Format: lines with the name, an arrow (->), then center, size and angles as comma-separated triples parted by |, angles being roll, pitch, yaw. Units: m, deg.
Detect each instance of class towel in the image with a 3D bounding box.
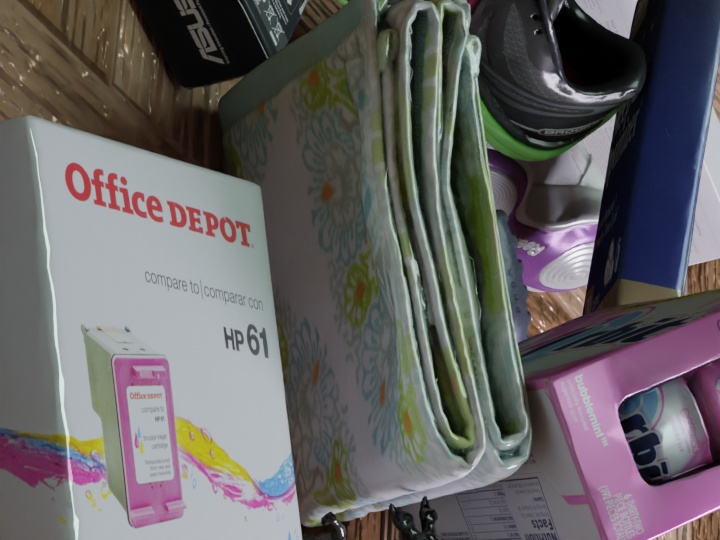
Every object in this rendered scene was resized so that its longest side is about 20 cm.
towel -> 0.000, 0.000, 1.060 | 0.048, 0.200, 0.172 | -4, 82, -19

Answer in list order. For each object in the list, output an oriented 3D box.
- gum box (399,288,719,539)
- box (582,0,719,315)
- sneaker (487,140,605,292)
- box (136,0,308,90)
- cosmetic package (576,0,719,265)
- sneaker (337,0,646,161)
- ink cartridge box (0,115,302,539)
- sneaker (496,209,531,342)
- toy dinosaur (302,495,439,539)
gum box -> 0.092, 0.055, 1.069 | 0.113, 0.200, 0.066 | -21, 92, -20
box -> 0.129, -0.067, 1.250 | 0.121, 0.032, 0.201 | 106, -4, -78
sneaker -> 0.048, -0.053, 1.301 | 0.200, 0.075, 0.100 | 29, 34, -57
box -> -0.069, -0.196, 1.129 | 0.201, 0.049, 0.162 | 62, 31, -28
cosmetic package -> 0.120, -0.093, 1.430 | 0.201, 0.082, 0.051 | 65, 28, -25
sneaker -> 0.043, -0.124, 1.163 | 0.200, 0.084, 0.077 | 38, 43, -37
ink cartridge box -> -0.088, 0.063, 0.926 | 0.144, 0.084, 0.201 | 15, 64, -61
sneaker -> 0.036, 0.064, 1.203 | 0.074, 0.080, 0.201 | -22, 93, -45
toy dinosaur -> 0.013, 0.131, 1.026 | 0.200, 0.088, 0.047 | 44, 52, -5
